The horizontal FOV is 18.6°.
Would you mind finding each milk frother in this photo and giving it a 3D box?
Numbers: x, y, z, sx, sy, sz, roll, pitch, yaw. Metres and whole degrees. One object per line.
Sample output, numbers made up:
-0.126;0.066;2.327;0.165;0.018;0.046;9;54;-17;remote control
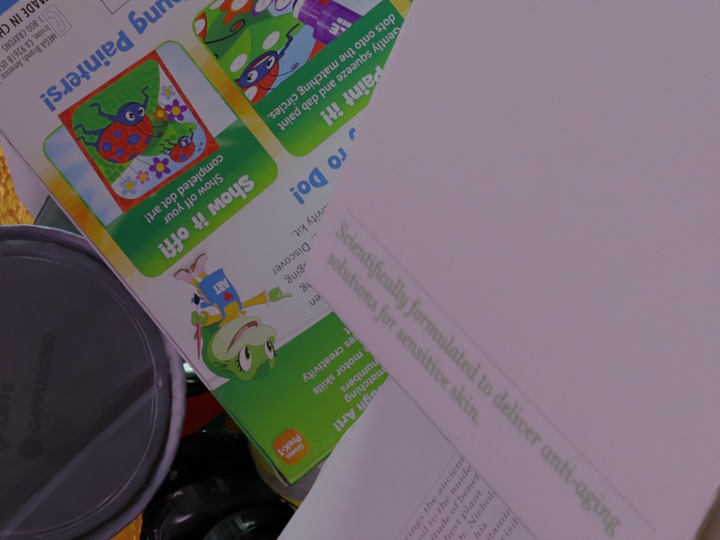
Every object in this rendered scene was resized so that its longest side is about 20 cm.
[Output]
-0.174;0.010;0.834;0.188;0.199;0.181;166;113;-75;milk frother

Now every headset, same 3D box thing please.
-0.063;0.113;0.920;0.124;0.094;0.201;55;137;43;headset

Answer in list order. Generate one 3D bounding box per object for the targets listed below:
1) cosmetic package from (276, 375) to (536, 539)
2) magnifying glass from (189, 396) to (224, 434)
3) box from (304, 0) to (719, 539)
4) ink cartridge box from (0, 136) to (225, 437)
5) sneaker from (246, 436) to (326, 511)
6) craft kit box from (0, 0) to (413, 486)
0.053;0.117;0.646;0.102;0.071;0.200;-56;35;15;cosmetic package
-0.086;-0.004;0.992;0.080;0.022;0.201;28;120;57;magnifying glass
0.126;-0.024;0.624;0.199;0.171;0.201;47;120;47;box
-0.089;-0.041;0.930;0.161;0.050;0.201;-36;68;51;ink cartridge box
0.039;0.090;0.803;0.200;0.075;0.077;35;146;32;sneaker
-0.010;-0.066;0.743;0.200;0.198;0.049;-39;6;-2;craft kit box
